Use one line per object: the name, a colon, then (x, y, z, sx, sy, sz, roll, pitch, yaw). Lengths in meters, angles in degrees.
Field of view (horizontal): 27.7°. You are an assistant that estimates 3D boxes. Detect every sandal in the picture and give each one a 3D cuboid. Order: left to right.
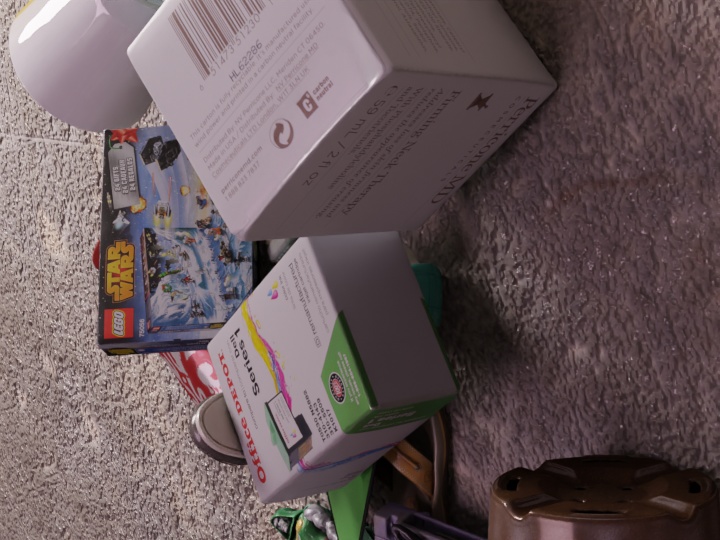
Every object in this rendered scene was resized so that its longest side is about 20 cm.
sandal: (0.033, 0.161, 1.213, 0.080, 0.054, 0.202, 8, 106, 52)

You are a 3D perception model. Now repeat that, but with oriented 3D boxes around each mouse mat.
mouse mat: (-0.008, 0.147, 1.246, 0.161, 0.007, 0.201, -107, 21, -53)

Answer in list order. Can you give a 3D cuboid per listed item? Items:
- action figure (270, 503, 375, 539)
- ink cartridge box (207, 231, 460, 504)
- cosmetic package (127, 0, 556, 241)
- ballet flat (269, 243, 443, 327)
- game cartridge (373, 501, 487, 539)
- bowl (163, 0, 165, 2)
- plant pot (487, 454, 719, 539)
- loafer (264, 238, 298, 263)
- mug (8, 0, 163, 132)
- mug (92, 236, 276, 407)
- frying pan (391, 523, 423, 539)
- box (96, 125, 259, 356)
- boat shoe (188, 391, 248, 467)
action figure: (-0.011, 0.270, 1.321, 0.199, 0.054, 0.119, 29, 115, 40)
ink cartridge box: (-0.027, 0.074, 1.115, 0.200, 0.084, 0.146, -46, 60, 50)
cosmetic package: (-0.011, -0.137, 0.990, 0.167, 0.199, 0.167, -46, 66, 31)
ballet flat: (0.000, 0.000, 1.197, 0.199, 0.067, 0.071, 17, 93, 50)
game cartridge: (0.098, 0.272, 1.162, 0.199, 0.038, 0.131, 15, 123, 36)
bowl: (-0.097, -0.256, 1.174, 0.200, 0.105, 0.202, 27, 125, 47)
plant pot: (0.164, 0.236, 0.968, 0.200, 0.199, 0.200, 7, 101, 52)
loafer: (-0.042, -0.076, 1.200, 0.070, 0.075, 0.200, 59, 143, 12)
mug: (-0.233, -0.245, 1.339, 0.153, 0.149, 0.187, -38, 80, 45)
mug: (-0.134, 0.027, 1.326, 0.201, 0.133, 0.178, 56, 144, 17)
frying pan: (0.104, 0.258, 1.111, 0.190, 0.031, 0.115, 53, 132, 5)
box: (-0.157, -0.029, 1.270, 0.040, 0.136, 0.202, 72, -164, -71)
boat shoe: (-0.092, 0.136, 1.238, 0.057, 0.200, 0.067, -35, 77, 25)
